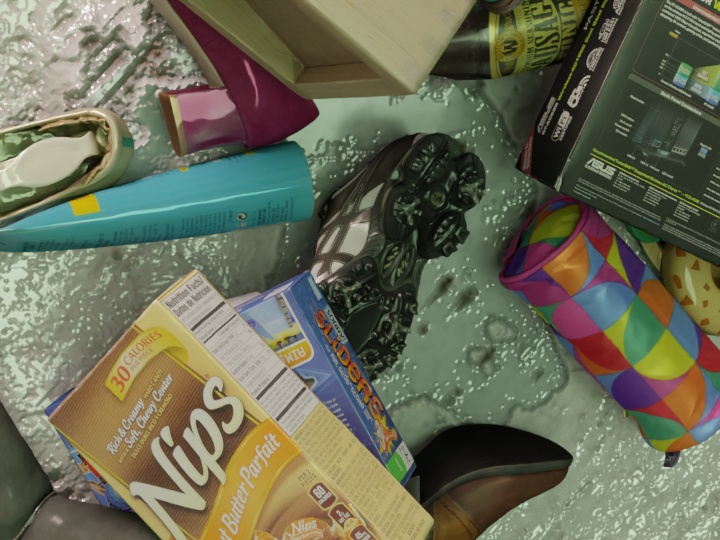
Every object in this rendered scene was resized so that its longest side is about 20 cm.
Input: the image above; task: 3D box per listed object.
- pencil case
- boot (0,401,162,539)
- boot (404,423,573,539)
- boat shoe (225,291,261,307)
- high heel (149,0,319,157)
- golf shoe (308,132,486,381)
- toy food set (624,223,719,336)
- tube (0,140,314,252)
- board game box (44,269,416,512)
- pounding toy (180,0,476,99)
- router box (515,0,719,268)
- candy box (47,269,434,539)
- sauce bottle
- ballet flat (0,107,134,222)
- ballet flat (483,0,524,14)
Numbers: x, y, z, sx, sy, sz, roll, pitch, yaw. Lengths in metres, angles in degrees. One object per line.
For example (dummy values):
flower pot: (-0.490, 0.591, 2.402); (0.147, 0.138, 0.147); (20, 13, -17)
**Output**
pencil case: (0.178, 0.042, 0.940); (0.088, 0.088, 0.200); (-43, 110, -4)
boot: (-0.210, 0.108, 0.813); (0.180, 0.073, 0.202); (-13, 106, 23)
boot: (0.062, 0.219, 0.953); (0.186, 0.068, 0.203); (-12, 114, -33)
boat shoe: (-0.054, 0.109, 0.895); (0.068, 0.072, 0.202); (-24, 99, -11)
high heel: (-0.083, -0.171, 0.818); (0.095, 0.067, 0.203); (-15, 105, -18)
golf shoe: (0.000, 0.000, 0.868); (0.078, 0.094, 0.201); (39, 88, -27)
toy food set: (0.273, -0.069, 0.961); (0.199, 0.049, 0.199); (-34, 110, -7)
tube: (-0.128, -0.036, 0.836); (0.198, 0.077, 0.051); (-13, 80, -18)
board game box: (-0.082, 0.102, 0.828); (0.198, 0.034, 0.136); (-25, 99, 26)
pounding toy: (-0.012, -0.184, 0.737); (0.199, 0.184, 0.143); (37, 81, -23)
router box: (0.216, -0.092, 0.870); (0.198, 0.062, 0.151); (22, 98, -25)
candy box: (-0.069, 0.113, 0.776); (0.200, 0.055, 0.115); (46, 117, -1)
sauce bottle: (0.090, -0.155, 0.876); (0.198, 0.066, 0.067); (-17, 107, -12)
ballet flat: (-0.229, -0.052, 0.800); (0.198, 0.069, 0.070); (-20, 108, -12)
ballet flat: (0.129, -0.244, 0.849); (0.067, 0.068, 0.203); (21, 80, -33)
